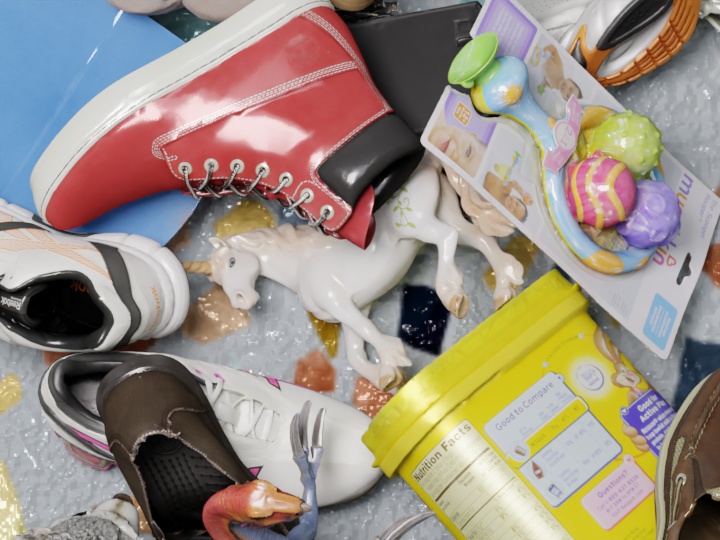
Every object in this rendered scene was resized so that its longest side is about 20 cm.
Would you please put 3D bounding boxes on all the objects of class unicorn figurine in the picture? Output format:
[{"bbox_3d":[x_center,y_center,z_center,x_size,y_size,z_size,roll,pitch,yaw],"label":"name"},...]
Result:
[{"bbox_3d":[0.000,0.000,1.281,0.200,0.074,0.138,-37,68,4],"label":"unicorn figurine"}]

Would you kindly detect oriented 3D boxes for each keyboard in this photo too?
[{"bbox_3d":[-0.008,-0.111,1.310,0.199,0.040,0.105,-7,72,24],"label":"keyboard"}]

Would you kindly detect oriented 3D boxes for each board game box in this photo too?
[{"bbox_3d":[-0.172,-0.087,1.326,0.199,0.039,0.158,35,95,12],"label":"board game box"}]

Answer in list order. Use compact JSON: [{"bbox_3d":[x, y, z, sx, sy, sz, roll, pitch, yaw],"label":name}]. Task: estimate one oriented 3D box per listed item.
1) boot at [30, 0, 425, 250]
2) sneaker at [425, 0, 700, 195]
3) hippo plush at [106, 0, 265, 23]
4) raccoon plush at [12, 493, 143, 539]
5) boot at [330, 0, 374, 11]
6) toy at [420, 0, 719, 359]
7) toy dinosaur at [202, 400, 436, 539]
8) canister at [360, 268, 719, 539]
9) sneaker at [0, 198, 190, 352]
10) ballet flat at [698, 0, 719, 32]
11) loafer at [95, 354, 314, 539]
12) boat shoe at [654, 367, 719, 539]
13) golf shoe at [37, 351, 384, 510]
[{"bbox_3d":[-0.071,-0.049,1.237,0.199,0.072,0.145,-33,74,-1],"label":"boot"},{"bbox_3d":[0.097,-0.125,1.318,0.199,0.076,0.092,-34,50,3],"label":"sneaker"},{"bbox_3d":[-0.100,-0.250,1.277,0.200,0.159,0.161,46,40,-21],"label":"hippo plush"},{"bbox_3d":[-0.144,0.221,1.205,0.096,0.134,0.201,-1,76,2],"label":"raccoon plush"},{"bbox_3d":[0.032,-0.253,1.273,0.070,0.144,0.202,21,50,1],"label":"boot"},{"bbox_3d":[0.130,-0.057,1.234,0.200,0.047,0.116,39,58,-22],"label":"toy"},{"bbox_3d":[-0.013,0.173,1.172,0.181,0.105,0.201,17,84,-35],"label":"toy dinosaur"},{"bbox_3d":[0.119,0.119,1.227,0.148,0.087,0.200,-36,78,-29],"label":"canister"},{"bbox_3d":[-0.198,0.003,1.268,0.199,0.080,0.074,7,106,22],"label":"sneaker"},{"bbox_3d":[0.268,-0.141,1.313,0.199,0.072,0.072,24,79,11],"label":"ballet flat"},{"bbox_3d":[-0.080,0.140,1.212,0.073,0.071,0.200,-30,116,9],"label":"loafer"},{"bbox_3d":[0.188,0.129,1.153,0.074,0.075,0.203,23,58,-7],"label":"boat shoe"},{"bbox_3d":[-0.082,0.089,1.257,0.199,0.092,0.073,9,75,4],"label":"golf shoe"}]
